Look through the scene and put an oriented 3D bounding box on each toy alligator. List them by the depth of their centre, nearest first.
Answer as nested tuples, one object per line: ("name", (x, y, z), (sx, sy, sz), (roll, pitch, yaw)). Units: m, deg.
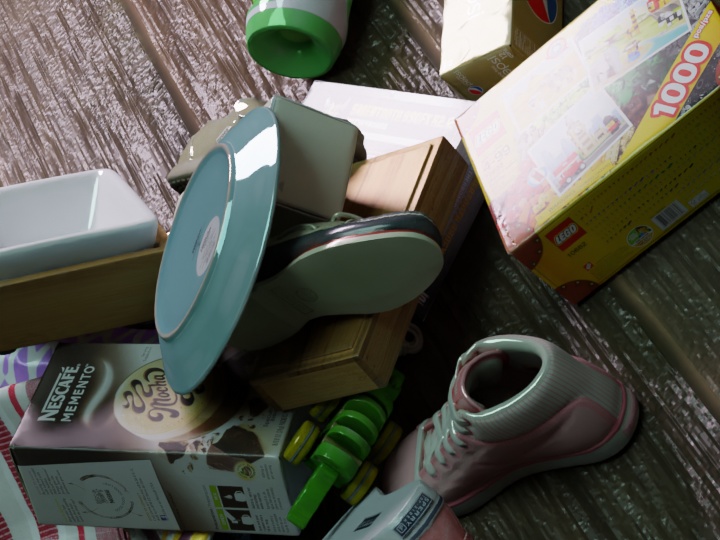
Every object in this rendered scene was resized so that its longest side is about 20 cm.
("toy alligator", (0.005, 0.091, 1.528), (0.200, 0.059, 0.054), (-57, 4, -40))

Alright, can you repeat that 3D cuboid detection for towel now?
("towel", (-0.267, 0.162, 1.750), (0.199, 0.145, 0.023), (-17, 13, 38))

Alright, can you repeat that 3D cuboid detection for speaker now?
("speaker", (-0.039, -0.260, 1.867), (0.088, 0.088, 0.201), (-15, 52, 39))

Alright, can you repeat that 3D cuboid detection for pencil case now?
("pencil case", (-0.203, 0.071, 1.733), (0.198, 0.084, 0.086), (7, 87, 25))

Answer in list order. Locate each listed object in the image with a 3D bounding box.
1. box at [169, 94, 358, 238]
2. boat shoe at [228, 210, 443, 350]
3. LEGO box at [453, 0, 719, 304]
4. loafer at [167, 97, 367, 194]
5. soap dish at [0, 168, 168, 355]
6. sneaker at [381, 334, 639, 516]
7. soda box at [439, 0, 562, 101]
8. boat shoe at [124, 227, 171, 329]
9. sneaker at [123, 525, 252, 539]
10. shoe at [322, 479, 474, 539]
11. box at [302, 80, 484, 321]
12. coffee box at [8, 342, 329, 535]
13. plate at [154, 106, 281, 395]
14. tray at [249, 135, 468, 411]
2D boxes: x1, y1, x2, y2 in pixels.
("box", (-0.075, -0.044, 1.612), (0.200, 0.068, 0.083), (-36, 38, 61))
("boat shoe", (-0.022, -0.005, 1.483), (0.199, 0.071, 0.063), (-22, 39, 41))
("LEGO box", (0.176, -0.100, 1.522), (0.200, 0.077, 0.149), (-39, 40, 18))
("loafer", (-0.070, -0.095, 1.700), (0.199, 0.075, 0.069), (-6, 63, 45))
("soap dish", (-0.229, -0.009, 1.694), (0.156, 0.082, 0.200), (-12, 19, -14))
("sneaker", (0.071, 0.095, 1.462), (0.199, 0.104, 0.076), (-22, 48, 36))
("soda box", (0.107, -0.216, 1.696), (0.067, 0.064, 0.201), (-22, 47, 34))
("boat shoe", (-0.177, 0.016, 1.815), (0.200, 0.072, 0.072), (-49, 38, 16))
("sneaker", (-0.120, 0.185, 1.630), (0.090, 0.075, 0.201), (-29, 49, 15))
("shoe", (0.031, 0.191, 1.459), (0.072, 0.091, 0.200), (-48, 5, -19))
("box", (0.005, -0.056, 1.693), (0.199, 0.048, 0.159), (12, 70, 50))
("coffee box", (-0.130, 0.116, 1.594), (0.198, 0.080, 0.113), (0, 40, 16))
("plate", (-0.102, -0.017, 1.519), (0.200, 0.025, 0.202), (-162, 90, -72))
("tray", (0.000, 0.000, 1.553), (0.098, 0.037, 0.201), (-16, 40, 39))
